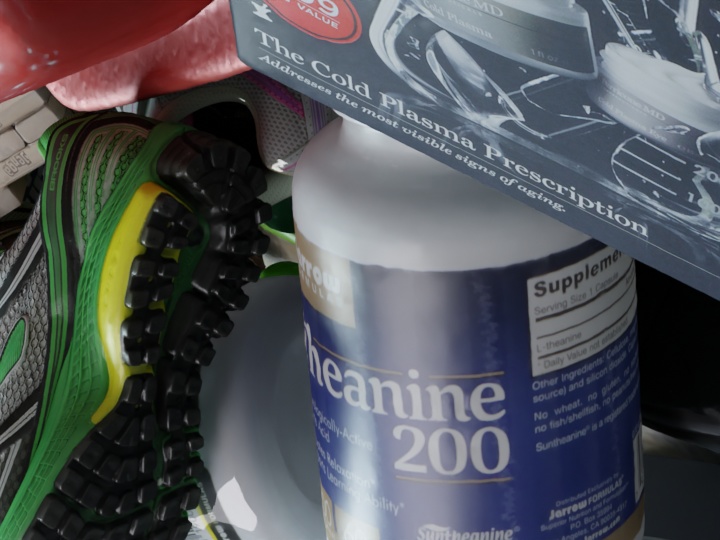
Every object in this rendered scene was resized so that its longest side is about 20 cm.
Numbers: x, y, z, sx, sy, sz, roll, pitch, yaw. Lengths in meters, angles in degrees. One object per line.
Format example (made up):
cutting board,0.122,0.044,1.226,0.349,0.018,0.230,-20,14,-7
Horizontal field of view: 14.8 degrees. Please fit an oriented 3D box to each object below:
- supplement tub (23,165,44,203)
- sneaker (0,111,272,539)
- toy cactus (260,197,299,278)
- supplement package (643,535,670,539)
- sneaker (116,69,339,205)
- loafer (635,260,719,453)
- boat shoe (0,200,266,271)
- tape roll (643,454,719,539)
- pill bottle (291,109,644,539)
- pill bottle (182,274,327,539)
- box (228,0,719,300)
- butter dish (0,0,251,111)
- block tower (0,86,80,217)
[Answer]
supplement tub,-0.196,-0.030,1.213,0.140,0.141,0.200,16,153,38
sneaker,-0.098,0.041,0.963,0.085,0.201,0.078,24,-173,38
toy cactus,0.000,0.000,1.088,0.200,0.102,0.165,50,145,-17
supplement package,0.123,0.207,0.991,0.155,0.111,0.200,8,131,5
sneaker,-0.059,-0.069,1.003,0.200,0.088,0.081,9,149,47
loafer,0.144,0.043,0.983,0.200,0.073,0.072,21,160,33
boat shoe,-0.107,0.009,1.156,0.202,0.075,0.075,1,-164,-45
tape roll,0.061,0.119,1.139,0.200,0.066,0.200,1,168,0
pill bottle,0.035,0.007,0.915,0.111,0.111,0.201,16,122,38
pill bottle,-0.095,0.071,1.063,0.200,0.113,0.112,-11,136,32
box,0.066,-0.098,0.738,0.200,0.104,0.182,27,157,16
butter dish,-0.144,-0.120,0.887,0.200,0.148,0.200,-6,115,60
block tower,-0.180,-0.116,1.065,0.058,0.054,0.200,-28,115,19
